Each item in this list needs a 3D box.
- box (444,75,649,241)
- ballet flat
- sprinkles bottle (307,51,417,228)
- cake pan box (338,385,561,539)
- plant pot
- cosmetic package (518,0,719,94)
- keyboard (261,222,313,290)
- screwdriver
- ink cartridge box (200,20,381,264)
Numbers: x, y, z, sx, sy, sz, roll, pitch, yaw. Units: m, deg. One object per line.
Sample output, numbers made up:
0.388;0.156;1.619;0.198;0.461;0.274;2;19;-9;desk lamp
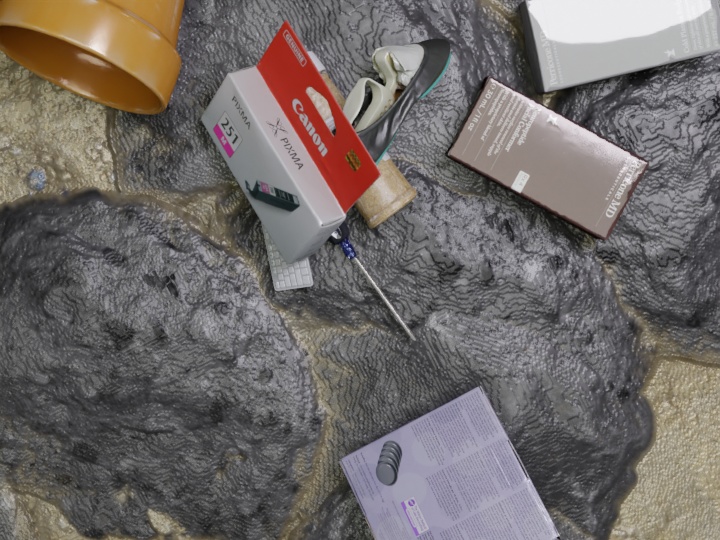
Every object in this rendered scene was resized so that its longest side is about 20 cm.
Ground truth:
0.202;-0.122;1.369;0.199;0.075;0.100;27;95;-1;box
0.032;-0.193;1.332;0.068;0.068;0.200;51;59;-36;ballet flat
-0.022;-0.143;1.380;0.068;0.068;0.200;-37;92;5;sprinkles bottle
0.100;0.256;1.381;0.184;0.052;0.200;-30;69;6;cake pan box
-0.267;-0.293;1.331;0.199;0.200;0.184;20;79;1;plant pot
0.278;-0.263;1.346;0.199;0.090;0.107;-15;97;1;cosmetic package
-0.094;-0.078;1.403;0.056;0.011;0.201;-7;96;42;keyboard
0.000;0.000;1.408;0.029;0.028;0.200;-31;89;-24;screwdriver
-0.078;-0.132;1.322;0.043;0.174;0.200;-23;77;-35;ink cartridge box
